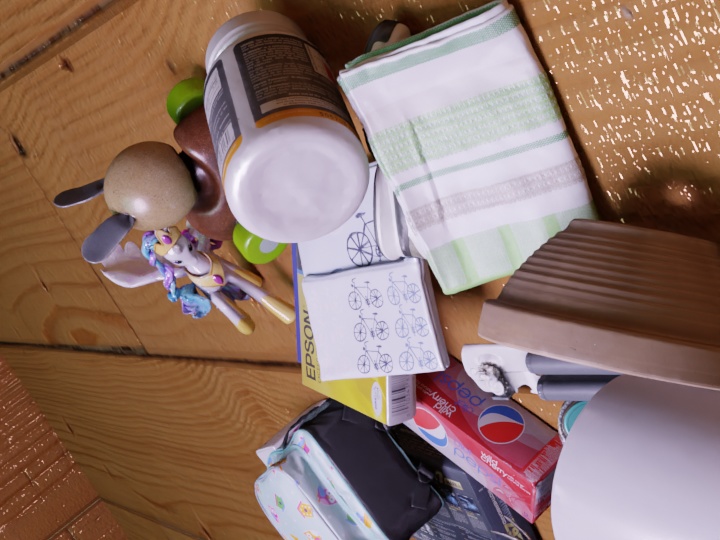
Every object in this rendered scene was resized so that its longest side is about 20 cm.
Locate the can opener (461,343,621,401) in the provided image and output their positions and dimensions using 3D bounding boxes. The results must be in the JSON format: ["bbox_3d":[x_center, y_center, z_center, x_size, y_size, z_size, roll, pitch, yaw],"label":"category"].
[{"bbox_3d":[0.168,0.077,0.968,0.200,0.066,0.053,-3,122,48],"label":"can opener"}]

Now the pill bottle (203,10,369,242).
[{"bbox_3d":[-0.068,-0.125,0.946,0.200,0.116,0.117,-109,7,-47],"label":"pill bottle"}]

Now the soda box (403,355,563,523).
[{"bbox_3d":[0.114,0.155,1.132,0.200,0.063,0.070,35,149,31],"label":"soda box"}]

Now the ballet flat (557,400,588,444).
[{"bbox_3d":[0.243,0.184,0.981,0.200,0.072,0.072,50,153,4],"label":"ballet flat"}]

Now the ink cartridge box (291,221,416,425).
[{"bbox_3d":[-0.023,0.031,1.146,0.200,0.047,0.198,16,114,47],"label":"ink cartridge box"}]

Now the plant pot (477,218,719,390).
[{"bbox_3d":[0.185,0.018,0.779,0.201,0.200,0.093,14,94,50],"label":"plant pot"}]

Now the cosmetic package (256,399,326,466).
[{"bbox_3d":[-0.029,0.275,1.460,0.200,0.102,0.074,52,152,-3],"label":"cosmetic package"}]

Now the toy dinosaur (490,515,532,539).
[{"bbox_3d":[0.223,0.248,1.003,0.199,0.105,0.182,0,85,28],"label":"toy dinosaur"}]

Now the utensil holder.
[{"bbox_3d":[0.258,0.169,0.789,0.200,0.170,0.170,17,137,48],"label":"utensil holder"}]

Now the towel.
[{"bbox_3d":[0.083,-0.084,0.854,0.149,0.031,0.200,-16,109,30],"label":"towel"}]

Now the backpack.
[{"bbox_3d":[-0.023,0.240,1.254,0.176,0.153,0.200,49,161,3],"label":"backpack"}]

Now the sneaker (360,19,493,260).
[{"bbox_3d":[0.067,-0.101,0.915,0.115,0.076,0.201,4,117,22],"label":"sneaker"}]

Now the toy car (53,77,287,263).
[{"bbox_3d":[-0.199,-0.074,1.156,0.164,0.200,0.158,50,157,38],"label":"toy car"}]

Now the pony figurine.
[{"bbox_3d":[-0.186,-0.013,1.308,0.200,0.167,0.193,41,177,-35],"label":"pony figurine"}]

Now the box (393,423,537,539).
[{"bbox_3d":[0.099,0.251,1.284,0.200,0.051,0.158,6,129,56],"label":"box"}]

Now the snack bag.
[{"bbox_3d":[0.000,0.000,1.057,0.188,0.021,0.201,-10,91,52],"label":"snack bag"}]
